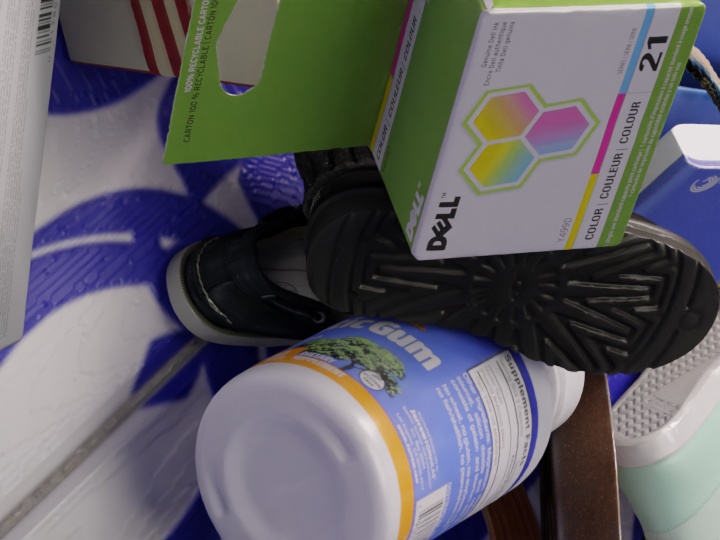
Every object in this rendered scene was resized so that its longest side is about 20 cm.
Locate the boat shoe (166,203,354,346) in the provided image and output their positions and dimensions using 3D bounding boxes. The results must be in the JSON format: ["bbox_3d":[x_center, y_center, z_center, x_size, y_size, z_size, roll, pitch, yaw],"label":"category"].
[{"bbox_3d":[-0.001,-0.002,1.495,0.199,0.066,0.075,4,65,-40],"label":"boat shoe"}]

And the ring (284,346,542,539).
[{"bbox_3d":[0.022,0.120,1.492,0.200,0.019,0.201,25,46,-29],"label":"ring"}]

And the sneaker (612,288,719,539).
[{"bbox_3d":[0.208,0.090,1.689,0.200,0.073,0.119,-41,122,-38],"label":"sneaker"}]

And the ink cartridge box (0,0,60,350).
[{"bbox_3d":[-0.179,-0.054,1.271,0.174,0.043,0.201,-32,131,-73],"label":"ink cartridge box"}]

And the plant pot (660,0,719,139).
[{"bbox_3d":[0.151,-0.150,1.566,0.199,0.199,0.181,5,92,-41],"label":"plant pot"}]

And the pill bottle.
[{"bbox_3d":[0.022,0.070,1.426,0.200,0.112,0.113,-27,106,-51],"label":"pill bottle"}]

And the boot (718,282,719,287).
[{"bbox_3d":[0.173,-0.007,1.675,0.199,0.074,0.076,3,111,-43],"label":"boot"}]

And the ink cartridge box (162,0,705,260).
[{"bbox_3d":[0.028,-0.079,1.289,0.199,0.148,0.076,-5,47,-20],"label":"ink cartridge box"}]

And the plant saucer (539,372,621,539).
[{"bbox_3d":[0.113,0.144,1.551,0.034,0.200,0.202,-3,90,2],"label":"plant saucer"}]

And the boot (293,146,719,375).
[{"bbox_3d":[0.064,-0.039,1.433,0.210,0.080,0.158,14,33,-14],"label":"boot"}]

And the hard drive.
[{"bbox_3d":[0.143,-0.007,1.523,0.131,0.200,0.025,-1,59,-42],"label":"hard drive"}]

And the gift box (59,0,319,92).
[{"bbox_3d":[-0.056,-0.197,1.370,0.200,0.184,0.188,-37,123,-43],"label":"gift box"}]

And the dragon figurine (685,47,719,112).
[{"bbox_3d":[0.097,-0.113,1.396,0.099,0.059,0.200,-42,138,2],"label":"dragon figurine"}]
